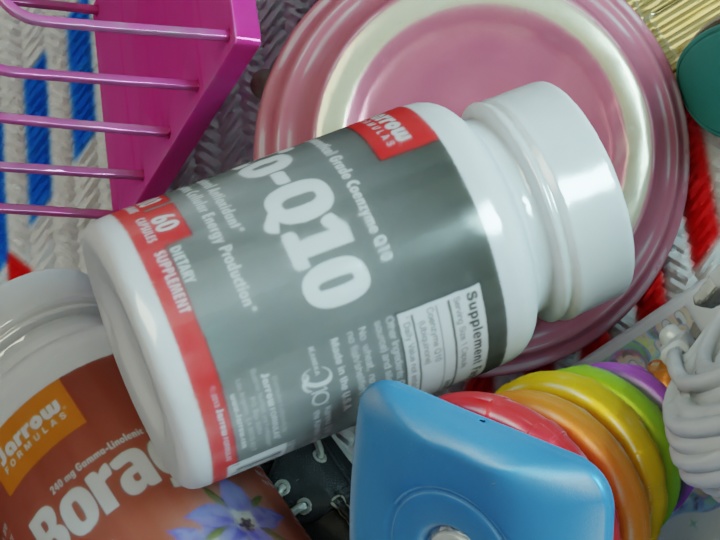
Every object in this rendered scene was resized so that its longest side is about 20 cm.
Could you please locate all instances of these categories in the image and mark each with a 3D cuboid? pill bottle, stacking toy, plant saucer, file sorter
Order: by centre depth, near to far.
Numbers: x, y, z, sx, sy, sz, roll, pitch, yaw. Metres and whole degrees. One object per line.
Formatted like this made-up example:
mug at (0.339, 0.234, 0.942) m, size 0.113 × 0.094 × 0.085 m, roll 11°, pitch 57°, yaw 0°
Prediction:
pill bottle at (0.000, 0.000, 0.824) m, size 0.200 × 0.114 × 0.114 m, roll -22°, pitch 61°, yaw -13°
stacking toy at (0.093, 0.075, 0.824) m, size 0.116 × 0.200 × 0.110 m, roll 20°, pitch 122°, yaw 32°
pill bottle at (-0.103, 0.097, 0.891) m, size 0.112 × 0.112 × 0.200 m, roll -42°, pitch 62°, yaw 7°
plant saucer at (0.052, -0.052, 0.917) m, size 0.200 × 0.051 × 0.201 m, roll 0°, pitch 87°, yaw -5°
file sorter at (-0.145, -0.124, 0.992) m, size 0.200 × 0.125 × 0.139 m, roll 132°, pitch 135°, yaw -56°

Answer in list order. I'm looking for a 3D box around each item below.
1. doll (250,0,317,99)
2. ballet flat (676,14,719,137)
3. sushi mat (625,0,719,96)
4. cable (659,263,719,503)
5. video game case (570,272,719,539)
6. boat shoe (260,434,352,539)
doll at (0.008, -0.111, 1.003) m, size 0.136 × 0.048 × 0.201 m, roll -14°, pitch 59°, yaw 14°
ballet flat at (0.205, -0.090, 0.862) m, size 0.070 × 0.069 × 0.200 m, roll -66°, pitch 17°, yaw -7°
sushi mat at (0.105, -0.101, 0.987) m, size 0.200 × 0.012 × 0.096 m, roll -30°, pitch 62°, yaw 13°
cable at (0.192, 0.012, 0.731) m, size 0.069 × 0.200 × 0.200 m, roll 46°, pitch 114°, yaw -5°
video game case at (0.125, 0.123, 0.892) m, size 0.200 × 0.024 × 0.182 m, roll -35°, pitch 61°, yaw 11°
boat shoe at (-0.037, 0.099, 0.947) m, size 0.076 × 0.060 × 0.200 m, roll -55°, pitch 51°, yaw 27°
